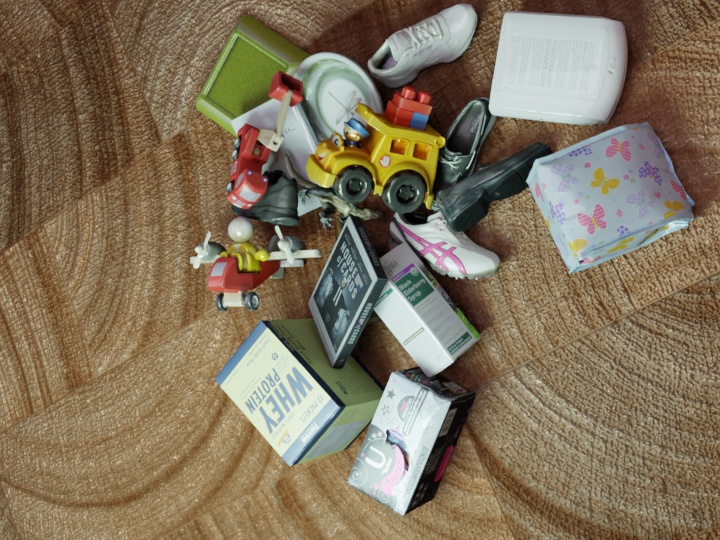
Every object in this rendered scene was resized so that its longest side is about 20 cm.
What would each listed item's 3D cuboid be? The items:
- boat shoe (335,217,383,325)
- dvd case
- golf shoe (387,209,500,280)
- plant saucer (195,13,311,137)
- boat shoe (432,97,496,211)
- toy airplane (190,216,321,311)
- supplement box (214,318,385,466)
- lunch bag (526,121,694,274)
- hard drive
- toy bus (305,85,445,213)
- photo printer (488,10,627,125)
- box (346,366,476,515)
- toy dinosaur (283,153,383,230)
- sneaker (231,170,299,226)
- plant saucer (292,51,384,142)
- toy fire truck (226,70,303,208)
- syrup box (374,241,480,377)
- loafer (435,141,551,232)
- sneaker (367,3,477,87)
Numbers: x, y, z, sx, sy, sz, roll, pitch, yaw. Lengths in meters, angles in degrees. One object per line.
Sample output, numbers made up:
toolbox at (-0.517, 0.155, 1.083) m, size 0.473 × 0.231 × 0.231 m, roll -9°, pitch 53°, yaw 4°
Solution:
boat shoe at (0.000, 0.000, 1.756) m, size 0.070 × 0.070 × 0.201 m, roll -8°, pitch 67°, yaw -7°
dvd case at (-0.023, 0.035, 1.681) m, size 0.200 × 0.025 × 0.151 m, roll -65°, pitch 34°, yaw 36°
golf shoe at (0.133, -0.047, 1.681) m, size 0.199 × 0.073 × 0.092 m, roll 20°, pitch 120°, yaw 24°
plant saucer at (-0.197, -0.334, 1.875) m, size 0.199 × 0.048 × 0.200 m, roll 36°, pitch 105°, yaw 22°
boat shoe at (0.152, -0.190, 1.687) m, size 0.072 × 0.071 × 0.201 m, roll 27°, pitch 101°, yaw 24°
toy airplane at (-0.183, -0.028, 1.784) m, size 0.199 × 0.199 × 0.142 m, roll -17°, pitch 108°, yaw -14°
supplement box at (-0.091, 0.194, 1.730) m, size 0.200 × 0.200 × 0.134 m, roll 45°, pitch 107°, yaw 19°
lunch bag at (0.372, -0.110, 1.547) m, size 0.199 × 0.127 × 0.170 m, roll -23°, pitch 77°, yaw -2°
hard drive at (-0.128, -0.196, 1.815) m, size 0.132 × 0.025 × 0.201 m, roll -22°, pitch 98°, yaw 27°
toy bus at (0.033, -0.203, 1.652) m, size 0.136 × 0.199 × 0.193 m, roll -124°, pitch 46°, yaw -61°
photo printer at (0.309, -0.312, 1.612) m, size 0.199 × 0.069 × 0.167 m, roll 10°, pitch 93°, yaw 25°
box at (0.081, 0.269, 1.681) m, size 0.114 × 0.132 × 0.201 m, roll 25°, pitch 100°, yaw 23°
toy dinosaur at (-0.061, -0.120, 1.751) m, size 0.200 × 0.088 × 0.048 m, roll 32°, pitch 124°, yaw 1°
sneaker at (-0.156, -0.127, 1.782) m, size 0.200 × 0.076 × 0.091 m, roll 12°, pitch 96°, yaw 55°
plant saucer at (-0.032, -0.275, 1.769) m, size 0.200 × 0.050 × 0.201 m, roll 18°, pitch 123°, yaw 31°
toy fire truck at (-0.158, -0.214, 1.726) m, size 0.141 × 0.049 × 0.201 m, roll -31°, pitch 45°, yaw 48°
syrup box at (0.090, 0.062, 1.674) m, size 0.200 × 0.079 × 0.081 m, roll 52°, pitch 142°, yaw 4°
loafer at (0.207, -0.147, 1.647) m, size 0.200 × 0.073 × 0.072 m, roll -33°, pitch 58°, yaw -1°
sneaker at (0.100, -0.366, 1.700) m, size 0.200 × 0.100 × 0.075 m, roll -33°, pitch 73°, yaw 21°
